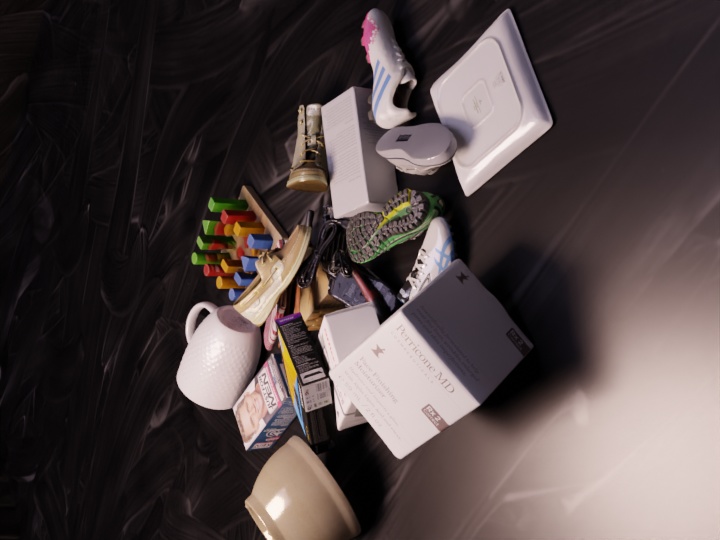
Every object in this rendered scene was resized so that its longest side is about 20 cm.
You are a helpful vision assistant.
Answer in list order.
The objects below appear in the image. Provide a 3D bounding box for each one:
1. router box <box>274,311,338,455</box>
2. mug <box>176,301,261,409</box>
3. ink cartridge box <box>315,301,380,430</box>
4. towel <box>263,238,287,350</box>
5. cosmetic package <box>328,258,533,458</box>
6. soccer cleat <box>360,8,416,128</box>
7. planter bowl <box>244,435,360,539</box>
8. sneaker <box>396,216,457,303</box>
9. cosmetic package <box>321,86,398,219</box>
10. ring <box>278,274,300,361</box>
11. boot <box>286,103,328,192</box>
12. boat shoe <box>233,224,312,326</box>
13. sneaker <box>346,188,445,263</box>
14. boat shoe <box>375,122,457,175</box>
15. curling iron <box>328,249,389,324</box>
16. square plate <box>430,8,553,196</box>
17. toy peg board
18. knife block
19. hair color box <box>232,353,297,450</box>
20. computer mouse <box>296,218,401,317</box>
[{"bbox_3d":[-0.089,0.191,1.607,0.201,0.051,0.150,85,164,-46],"label":"router box"},{"bbox_3d":[-0.290,0.150,1.952,0.200,0.147,0.176,45,124,32],"label":"mug"},{"bbox_3d":[-0.011,0.157,1.544,0.200,0.083,0.146,108,146,-67],"label":"ink cartridge box"},{"bbox_3d":[-0.159,0.047,1.799,0.200,0.023,0.145,115,157,-62],"label":"towel"},{"bbox_3d":[0.097,0.125,1.351,0.165,0.165,0.200,49,135,4],"label":"cosmetic package"},{"bbox_3d":[0.055,-0.331,1.562,0.086,0.070,0.202,-8,85,38],"label":"soccer cleat"},{"bbox_3d":[-0.111,0.402,1.635,0.200,0.134,0.201,48,159,25],"label":"planter bowl"},{"bbox_3d":[0.098,0.015,1.471,0.072,0.072,0.201,-137,55,-64],"label":"sneaker"},{"bbox_3d":[-0.001,-0.195,1.621,0.101,0.071,0.202,-20,73,52],"label":"cosmetic package"},{"bbox_3d":[-0.129,0.076,1.733,0.200,0.019,0.202,-176,90,-80],"label":"ring"},{"bbox_3d":[-0.085,-0.217,1.694,0.200,0.071,0.156,-132,49,-85],"label":"boot"},{"bbox_3d":[-0.151,0.002,1.654,0.201,0.066,0.074,-58,13,12],"label":"boat shoe"},{"bbox_3d":[0.054,-0.064,1.524,0.199,0.085,0.079,-24,73,42],"label":"sneaker"},{"bbox_3d":[0.095,-0.178,1.482,0.072,0.066,0.200,-54,27,-14],"label":"boat shoe"},{"bbox_3d":[0.012,0.052,1.559,0.201,0.049,0.026,55,141,11],"label":"curling iron"},{"bbox_3d":[0.179,-0.243,1.406,0.198,0.028,0.201,-41,57,47],"label":"square plate"},{"bbox_3d":[-0.256,-0.039,1.958,0.199,0.097,0.201,52,130,42],"label":"toy peg board"},{"bbox_3d":[-0.074,-0.011,1.729,0.200,0.064,0.176,-51,50,42],"label":"knife block"},{"bbox_3d":[-0.173,0.255,1.867,0.200,0.060,0.100,-54,48,40],"label":"hair color box"},{"bbox_3d":[0.000,0.000,1.614,0.199,0.046,0.141,26,95,23],"label":"computer mouse"}]
